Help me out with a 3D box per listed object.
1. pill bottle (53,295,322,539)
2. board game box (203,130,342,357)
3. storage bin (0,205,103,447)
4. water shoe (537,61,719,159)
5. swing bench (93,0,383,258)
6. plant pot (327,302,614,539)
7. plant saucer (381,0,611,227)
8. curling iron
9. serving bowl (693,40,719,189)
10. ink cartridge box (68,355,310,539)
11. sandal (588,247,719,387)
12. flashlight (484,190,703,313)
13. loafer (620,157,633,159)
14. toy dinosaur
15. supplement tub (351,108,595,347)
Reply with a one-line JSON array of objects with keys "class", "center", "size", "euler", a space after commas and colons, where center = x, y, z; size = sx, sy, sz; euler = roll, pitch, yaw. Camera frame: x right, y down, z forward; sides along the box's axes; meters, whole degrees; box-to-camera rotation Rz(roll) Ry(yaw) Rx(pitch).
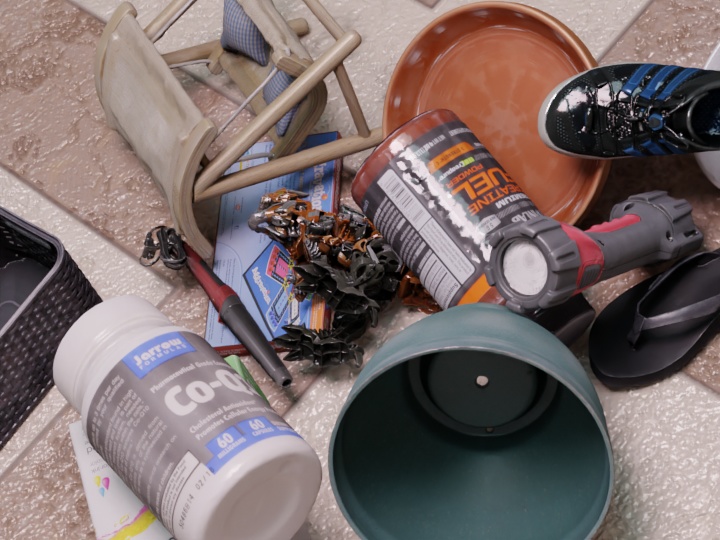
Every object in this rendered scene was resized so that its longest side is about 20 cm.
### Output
[{"class": "pill bottle", "center": [-0.128, 0.112, 1.584], "size": [0.114, 0.114, 0.200], "euler": [-41, 55, -10]}, {"class": "board game box", "center": [-0.070, -0.023, 1.819], "size": [0.102, 0.019, 0.201], "euler": [-7, 56, 17]}, {"class": "storage bin", "center": [-0.323, 0.055, 1.814], "size": [0.135, 0.094, 0.200], "euler": [27, 69, 32]}, {"class": "water shoe", "center": [0.228, -0.120, 1.632], "size": [0.198, 0.079, 0.072], "euler": [-5, 96, 9]}, {"class": "swing bench", "center": [-0.109, -0.151, 1.829], "size": [0.199, 0.130, 0.199], "euler": [-31, 46, -7]}, {"class": "plant pot", "center": [0.084, 0.106, 1.588], "size": [0.199, 0.201, 0.134], "euler": [-10, 28, 14]}, {"class": "plant saucer", "center": [0.109, -0.111, 1.744], "size": [0.199, 0.032, 0.202], "euler": [4, 99, 30]}, {"class": "curling iron", "center": [-0.114, 0.031, 1.768], "size": [0.049, 0.026, 0.200], "euler": [-14, 47, -37]}, {"class": "serving bowl", "center": [0.351, -0.126, 1.691], "size": [0.199, 0.066, 0.201], "euler": [-24, 49, 30]}, {"class": "ink cartridge box", "center": [-0.121, 0.185, 1.657], "size": [0.144, 0.088, 0.201], "euler": [-22, 55, 4]}, {"class": "sandal", "center": [0.253, 0.015, 1.662], "size": [0.199, 0.043, 0.076], "euler": [-32, 53, -3]}, {"class": "flashlight", "center": [0.170, -0.020, 1.625], "size": [0.068, 0.200, 0.068], "euler": [-18, 91, 39]}, {"class": "loafer", "center": [0.177, -0.119, 1.768], "size": [0.199, 0.072, 0.063], "euler": [24, 109, 37]}, {"class": "toy dinosaur", "center": [0.000, 0.000, 1.731], "size": [0.199, 0.103, 0.136], "euler": [10, 37, 25]}, {"class": "supplement tub", "center": [0.090, -0.020, 1.687], "size": [0.107, 0.107, 0.200], "euler": [-38, 74, -8]}]
